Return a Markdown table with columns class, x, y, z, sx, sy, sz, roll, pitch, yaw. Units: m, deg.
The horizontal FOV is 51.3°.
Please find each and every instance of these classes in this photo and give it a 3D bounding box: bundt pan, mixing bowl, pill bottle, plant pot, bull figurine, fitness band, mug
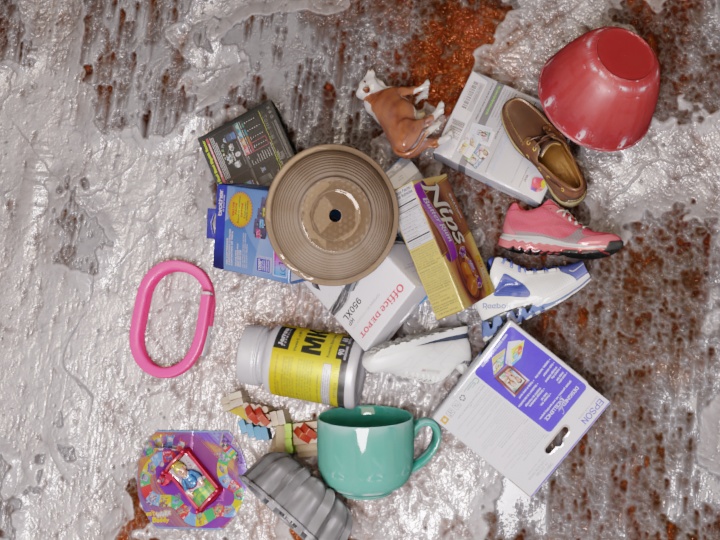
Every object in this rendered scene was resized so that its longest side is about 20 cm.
| class | x | y | z | sx | sy | sz | roll | pitch | yaw |
| --- | --- | --- | --- | --- | --- | --- | --- | --- | --- |
| bundt pan | -0.090 | 0.351 | 1.144 | 0.200 | 0.203 | 0.076 | 37 | 70 | 13 |
| mixing bowl | 0.388 | -0.301 | 1.168 | 0.195 | 0.109 | 0.205 | 3 | 67 | -7 |
| pill bottle | -0.093 | 0.150 | 1.208 | 0.195 | 0.114 | 0.117 | 8 | 83 | 10 |
| plant pot | -0.039 | -0.077 | 1.054 | 0.195 | 0.093 | 0.207 | 0 | 94 | -4 |
| bull figurine | 0.071 | -0.266 | 1.251 | 0.119 | 0.066 | 0.203 | -22 | 56 | -2 |
| fitness band | -0.326 | 0.084 | 1.295 | 0.140 | 0.037 | 0.205 | 8 | 82 | 10 |
| mug | 0.022 | 0.281 | 1.146 | 0.180 | 0.151 | 0.118 | 1 | 92 | 21 |

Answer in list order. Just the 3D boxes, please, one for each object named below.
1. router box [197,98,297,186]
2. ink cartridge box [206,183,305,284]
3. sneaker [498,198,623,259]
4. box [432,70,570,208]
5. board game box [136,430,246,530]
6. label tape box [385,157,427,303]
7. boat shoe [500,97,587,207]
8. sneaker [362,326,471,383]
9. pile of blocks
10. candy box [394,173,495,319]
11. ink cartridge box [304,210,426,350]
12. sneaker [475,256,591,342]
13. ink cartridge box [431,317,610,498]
| class | x | y | z | sx | sy | sz | roll | pitch | yaw |
| --- | --- | --- | --- | --- | --- | --- | --- | --- | --- |
| router box | -0.175 | -0.169 | 1.295 | 0.147 | 0.062 | 0.204 | -25 | 78 | 5 |
| ink cartridge box | -0.160 | -0.063 | 1.184 | 0.196 | 0.076 | 0.140 | 10 | 100 | 36 |
| sneaker | 0.310 | -0.067 | 1.169 | 0.196 | 0.073 | 0.089 | 6 | 88 | 31 |
| box | 0.241 | -0.219 | 1.248 | 0.197 | 0.041 | 0.159 | 26 | 87 | 13 |
| board game box | -0.288 | 0.349 | 1.246 | 0.194 | 0.039 | 0.163 | -1 | 81 | 9 |
| label tape box | 0.083 | -0.065 | 1.238 | 0.142 | 0.066 | 0.201 | -38 | 76 | 2 |
| boat shoe | 0.293 | -0.196 | 1.182 | 0.071 | 0.068 | 0.202 | -33 | 78 | 2 |
| sneaker | 0.094 | 0.140 | 1.164 | 0.196 | 0.076 | 0.083 | -8 | 92 | -28 |
| pile of blocks | -0.150 | 0.257 | 1.227 | 0.196 | 0.062 | 0.084 | 18 | 84 | 12 |
| candy box | 0.124 | -0.040 | 1.140 | 0.056 | 0.116 | 0.204 | -23 | 87 | 36 |
| ink cartridge box | 0.000 | 0.000 | 1.181 | 0.200 | 0.084 | 0.145 | 46 | 118 | 16 |
| sneaker | 0.258 | 0.017 | 1.189 | 0.196 | 0.081 | 0.117 | -29 | 80 | 5 |
| ink cartridge box | 0.244 | 0.211 | 1.155 | 0.199 | 0.043 | 0.200 | 38 | 101 | 1 |
